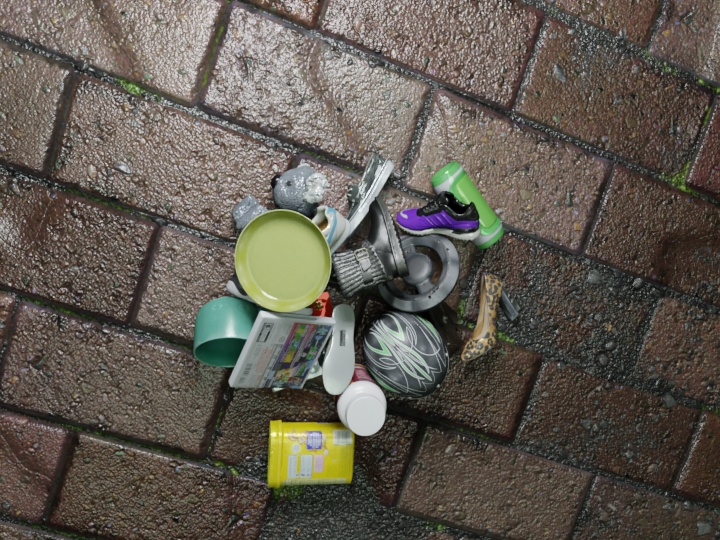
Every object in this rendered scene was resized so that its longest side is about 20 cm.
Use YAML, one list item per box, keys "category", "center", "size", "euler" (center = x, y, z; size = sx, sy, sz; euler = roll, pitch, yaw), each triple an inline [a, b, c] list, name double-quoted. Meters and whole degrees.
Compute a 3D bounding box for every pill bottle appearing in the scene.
- category: "pill bottle"
  center: [-0.003, 0.292, 1.400]
  size: [0.110, 0.200, 0.116]
  euler: [-1, 98, -9]

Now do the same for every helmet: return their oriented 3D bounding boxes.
- category: "helmet"
  center: [0.100, 0.187, 1.405]
  size: [0.195, 0.191, 0.205]
  euler: [-1, 98, -8]

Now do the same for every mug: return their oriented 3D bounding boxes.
- category: "mug"
  center: [-0.272, 0.129, 1.363]
  size: [0.181, 0.153, 0.116]
  euler: [6, 56, -20]

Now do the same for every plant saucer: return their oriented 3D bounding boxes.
- category: "plant saucer"
  center: [-0.151, -0.020, 1.234]
  size: [0.195, 0.031, 0.205]
  euler: [1, 99, 8]

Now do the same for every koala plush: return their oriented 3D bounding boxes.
- category: "koala plush"
  center: [-0.150, -0.138, 1.341]
  size: [0.182, 0.177, 0.202]
  euler: [34, 92, -23]

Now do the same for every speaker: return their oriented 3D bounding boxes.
- category: "speaker"
  center: [0.248, -0.149, 1.436]
  size: [0.088, 0.088, 0.201]
  euler: [-38, 102, -2]

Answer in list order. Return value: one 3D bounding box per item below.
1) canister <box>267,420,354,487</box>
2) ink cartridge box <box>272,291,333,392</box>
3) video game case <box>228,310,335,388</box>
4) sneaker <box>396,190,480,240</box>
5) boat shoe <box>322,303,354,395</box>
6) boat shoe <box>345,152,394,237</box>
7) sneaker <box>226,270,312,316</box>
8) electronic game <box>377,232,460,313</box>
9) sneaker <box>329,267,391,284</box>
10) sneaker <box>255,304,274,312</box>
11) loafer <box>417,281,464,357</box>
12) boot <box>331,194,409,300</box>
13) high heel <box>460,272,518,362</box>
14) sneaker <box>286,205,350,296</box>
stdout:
- category: "canister"
  center: [-0.117, 0.431, 1.462]
  size: [0.196, 0.087, 0.152]
  euler: [2, 98, -11]
- category: "ink cartridge box"
  center: [-0.137, 0.164, 1.442]
  size: [0.196, 0.044, 0.177]
  euler: [-19, 102, -6]
- category: "video game case"
  center: [-0.168, 0.175, 1.334]
  size: [0.179, 0.023, 0.202]
  euler: [8, 122, -35]
- category: "sneaker"
  center: [0.173, -0.134, 1.390]
  size: [0.196, 0.070, 0.101]
  euler: [8, 130, 22]
- category: "boat shoe"
  center: [-0.048, 0.179, 1.386]
  size: [0.069, 0.064, 0.204]
  euler: [12, 68, -10]
- category: "boat shoe"
  center: [0.001, -0.172, 1.409]
  size: [0.070, 0.072, 0.202]
  euler: [30, 82, -3]
- category: "sneaker"
  center: [-0.184, 0.024, 1.336]
  size: [0.196, 0.075, 0.116]
  euler: [19, 86, 7]
- category: "electronic game"
  center: [0.129, 0.000, 1.406]
  size: [0.199, 0.200, 0.042]
  euler: [-41, 146, -1]
- category: "sneaker"
  center: [0.000, 0.000, 1.389]
  size: [0.196, 0.083, 0.072]
  euler: [-5, 120, 29]
- category: "sneaker"
  center: [-0.176, 0.089, 1.406]
  size: [0.098, 0.075, 0.202]
  euler: [-29, 82, 4]
- category: "loafer"
  center: [0.193, 0.107, 1.477]
  size: [0.070, 0.073, 0.203]
  euler: [-25, 111, -9]
- category: "boot"
  center: [0.007, -0.054, 1.328]
  size: [0.155, 0.080, 0.214]
  euler: [-19, 58, 8]
- category: "high heel"
  center: [0.279, 0.109, 1.480]
  size: [0.200, 0.071, 0.143]
  euler: [-43, 109, -18]
- category: "sneaker"
  center: [-0.105, -0.039, 1.281]
  size: [0.080, 0.076, 0.202]
  euler: [36, 84, -44]
